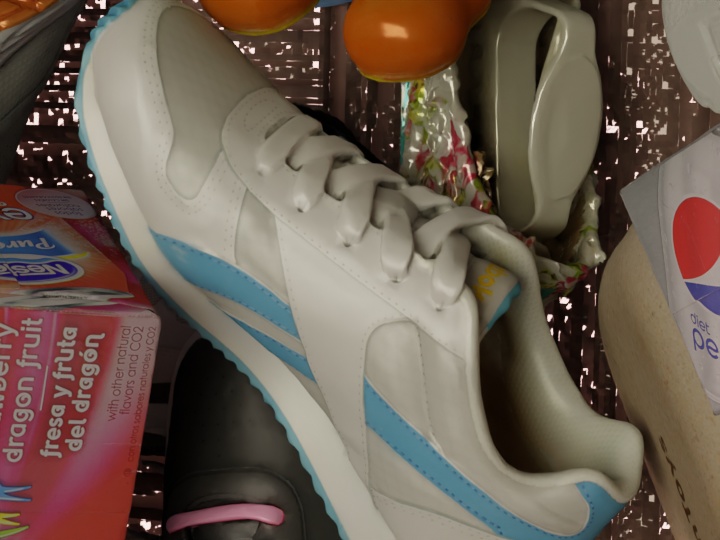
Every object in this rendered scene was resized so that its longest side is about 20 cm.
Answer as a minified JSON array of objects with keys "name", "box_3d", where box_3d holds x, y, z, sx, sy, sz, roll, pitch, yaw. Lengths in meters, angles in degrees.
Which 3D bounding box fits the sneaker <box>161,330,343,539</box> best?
[{"name":"sneaker","box_3d":[-0.036,0.114,0.797,0.070,0.099,0.201,-8,89,26]}]

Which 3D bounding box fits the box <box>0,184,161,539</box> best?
[{"name":"box","box_3d":[-0.126,0.081,0.799,0.100,0.095,0.201,-130,47,-61]}]

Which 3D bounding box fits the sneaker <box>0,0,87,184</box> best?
[{"name":"sneaker","box_3d":[-0.133,-0.061,0.899,0.075,0.092,0.201,24,64,6]}]

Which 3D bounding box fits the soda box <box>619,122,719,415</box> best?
[{"name":"soda box","box_3d":[0.170,-0.029,0.710,0.064,0.199,0.068,67,156,7]}]

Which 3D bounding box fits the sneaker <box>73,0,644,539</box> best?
[{"name":"sneaker","box_3d":[0.000,0.000,0.787,0.081,0.077,0.200,-34,97,34]}]

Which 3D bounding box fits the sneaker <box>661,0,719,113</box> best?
[{"name":"sneaker","box_3d":[0.170,-0.088,0.775,0.199,0.082,0.078,-16,82,49]}]

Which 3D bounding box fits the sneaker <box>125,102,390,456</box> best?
[{"name":"sneaker","box_3d":[-0.055,0.002,0.896,0.199,0.076,0.116,5,85,19]}]

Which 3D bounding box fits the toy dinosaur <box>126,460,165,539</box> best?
[{"name":"toy dinosaur","box_3d":[-0.003,0.151,0.879,0.102,0.077,0.201,-7,94,38]}]

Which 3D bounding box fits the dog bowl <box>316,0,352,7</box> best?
[{"name":"dog bowl","box_3d":[-0.033,-0.182,0.877,0.111,0.050,0.201,-12,88,26]}]

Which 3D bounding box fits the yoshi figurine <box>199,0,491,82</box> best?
[{"name":"yoshi figurine","box_3d":[-0.026,-0.142,0.725,0.112,0.112,0.201,-12,126,-2]}]

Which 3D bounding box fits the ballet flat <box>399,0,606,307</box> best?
[{"name":"ballet flat","box_3d":[0.046,-0.084,0.825,0.064,0.075,0.201,-2,94,57]}]

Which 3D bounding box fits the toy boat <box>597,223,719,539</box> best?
[{"name":"toy boat","box_3d":[0.154,0.056,0.776,0.130,0.131,0.201,-20,83,-4]}]
